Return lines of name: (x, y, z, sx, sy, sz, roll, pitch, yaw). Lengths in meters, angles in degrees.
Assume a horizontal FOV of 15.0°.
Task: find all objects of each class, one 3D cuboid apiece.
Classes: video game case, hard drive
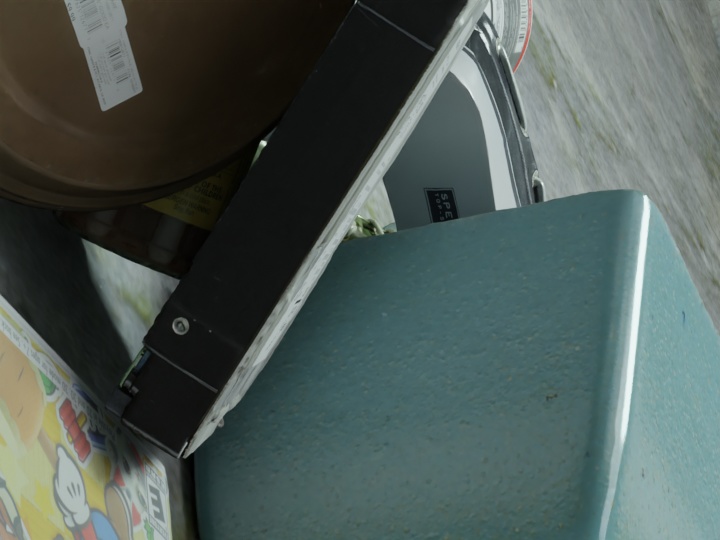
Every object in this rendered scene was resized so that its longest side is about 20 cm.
video game case: (-0.104, 0.095, 0.844, 0.200, 0.023, 0.183, 54, 23, -51)
hard drive: (-0.017, -0.030, 0.968, 0.038, 0.201, 0.140, 33, 1, 1)

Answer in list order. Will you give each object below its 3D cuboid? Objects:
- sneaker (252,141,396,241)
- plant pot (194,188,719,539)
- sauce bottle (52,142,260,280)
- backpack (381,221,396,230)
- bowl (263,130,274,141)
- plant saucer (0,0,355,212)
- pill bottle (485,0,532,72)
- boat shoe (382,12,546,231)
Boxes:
sneaker: (0.000, 0.000, 1.216, 0.067, 0.089, 0.201, -78, 146, -62)
plant pot: (0.046, 0.119, 1.073, 0.197, 0.195, 0.201, 58, 30, -44)
sauce bottle: (-0.049, -0.099, 0.996, 0.201, 0.064, 0.065, -68, 162, 1)
backpack: (0.087, 0.049, 1.377, 0.200, 0.152, 0.177, 31, 48, -59)
bowl: (-0.067, -0.135, 1.131, 0.201, 0.090, 0.202, -18, 90, -75)
plant saucer: (-0.072, -0.111, 0.908, 0.029, 0.200, 0.201, 33, -21, 48)
pill bottle: (0.017, -0.130, 1.391, 0.200, 0.115, 0.117, -23, 94, -75)
boat shoe: (0.048, -0.018, 1.154, 0.068, 0.071, 0.201, -53, 136, -48)
